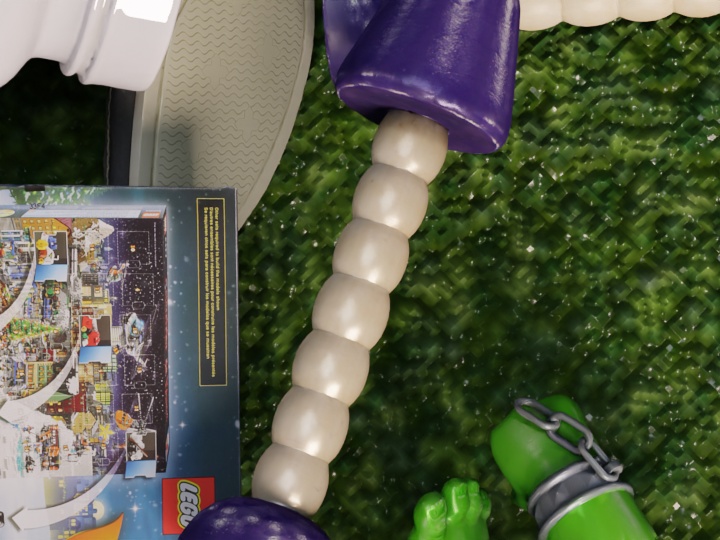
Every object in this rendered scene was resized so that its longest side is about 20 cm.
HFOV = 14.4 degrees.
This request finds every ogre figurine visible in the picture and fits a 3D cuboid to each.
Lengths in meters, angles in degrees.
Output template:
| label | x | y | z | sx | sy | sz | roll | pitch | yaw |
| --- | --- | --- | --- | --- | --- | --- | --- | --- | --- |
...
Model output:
| label | x | y | z | sx | sy | sz | roll | pitch | yaw |
| --- | --- | --- | --- | --- | --- | --- | --- | --- | --- |
| ogre figurine | 0.046 | 0.147 | 0.874 | 0.120 | 0.098 | 0.200 | 28 | 66 | 30 |

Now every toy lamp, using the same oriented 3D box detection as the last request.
| label | x | y | z | sx | sy | sz | roll | pitch | yaw |
| --- | --- | --- | --- | --- | --- | --- | --- | --- | --- |
| toy lamp | 0.089 | -0.094 | 0.939 | 0.199 | 0.058 | 0.058 | -2 | 77 | 6 |
| toy lamp | 0.000 | 0.000 | 0.876 | 0.058 | 0.058 | 0.200 | 19 | 78 | 11 |

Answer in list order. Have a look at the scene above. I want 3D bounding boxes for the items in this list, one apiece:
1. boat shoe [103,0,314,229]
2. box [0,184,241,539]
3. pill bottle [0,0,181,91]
| label | x | y | z | sx | sy | sz | roll | pitch | yaw |
| --- | --- | --- | --- | --- | --- | --- | --- | --- | --- |
| boat shoe | -0.058 | -0.101 | 0.964 | 0.068 | 0.072 | 0.201 | 1 | 83 | 44 |
| box | -0.106 | 0.073 | 0.885 | 0.136 | 0.038 | 0.201 | 0 | 89 | -23 |
| pill bottle | -0.155 | -0.113 | 0.861 | 0.199 | 0.109 | 0.109 | 10 | 78 | -14 |
